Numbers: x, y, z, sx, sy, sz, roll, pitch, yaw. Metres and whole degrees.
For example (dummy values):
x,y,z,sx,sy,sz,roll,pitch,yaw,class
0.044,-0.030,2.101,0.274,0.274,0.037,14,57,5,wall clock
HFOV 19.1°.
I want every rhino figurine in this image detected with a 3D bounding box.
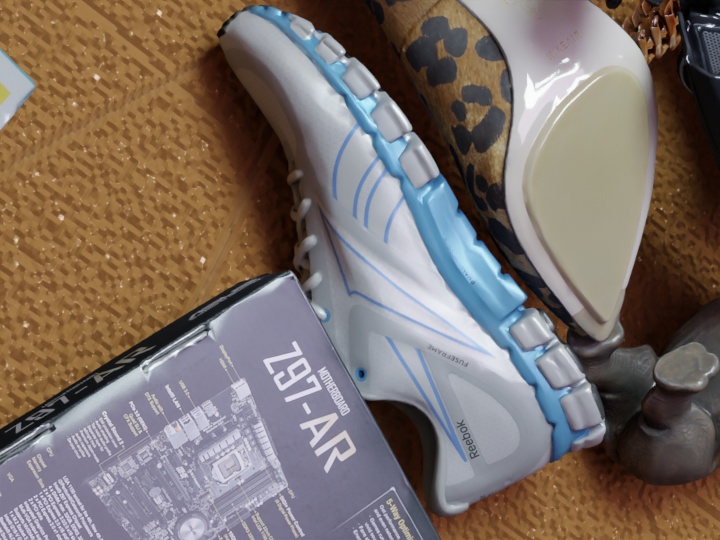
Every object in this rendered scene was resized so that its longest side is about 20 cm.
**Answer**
x,y,z,sx,sy,sz,roll,pitch,yaw,class
0.176,0.023,0.822,0.199,0.088,0.060,-22,53,-8,rhino figurine

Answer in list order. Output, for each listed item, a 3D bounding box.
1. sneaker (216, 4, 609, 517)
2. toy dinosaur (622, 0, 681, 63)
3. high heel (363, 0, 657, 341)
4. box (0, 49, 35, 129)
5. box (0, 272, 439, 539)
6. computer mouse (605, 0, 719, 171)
x,y,z,sx,sy,sz,roll,pitch,yaw,class
0.000,0.000,0.757,0.087,0.075,0.200,-35,90,-4,sneaker
0.150,-0.165,0.866,0.136,0.102,0.201,48,38,-34,toy dinosaur
0.037,-0.076,0.780,0.071,0.142,0.201,-27,116,-23,high heel
-0.202,-0.095,0.659,0.200,0.049,0.082,46,61,-16,box
-0.045,0.126,0.697,0.160,0.043,0.201,-33,99,-23,box
0.135,-0.079,0.770,0.200,0.046,0.141,41,33,-28,computer mouse
